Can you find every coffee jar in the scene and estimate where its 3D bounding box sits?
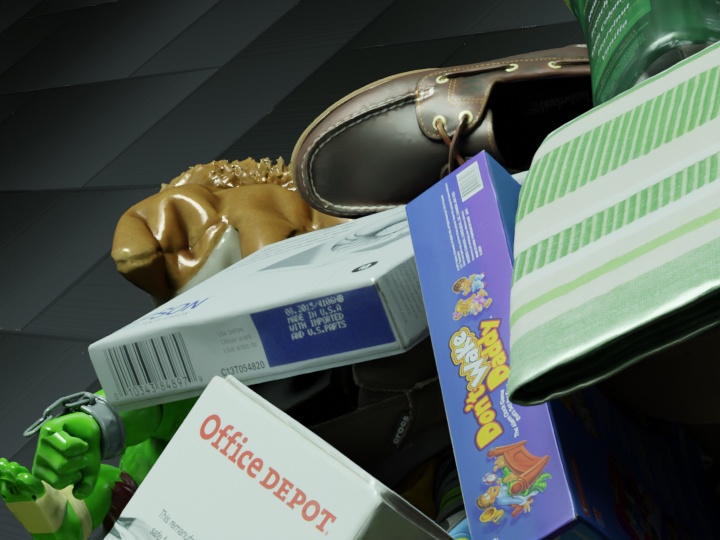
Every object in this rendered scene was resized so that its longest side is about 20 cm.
[{"bbox_3d":[0.152,-0.116,0.955,0.201,0.103,0.086,-96,29,-55],"label":"coffee jar"}]

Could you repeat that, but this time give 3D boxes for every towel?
[{"bbox_3d":[0.125,-0.032,0.767,0.152,0.023,0.200,-26,23,18],"label":"towel"}]

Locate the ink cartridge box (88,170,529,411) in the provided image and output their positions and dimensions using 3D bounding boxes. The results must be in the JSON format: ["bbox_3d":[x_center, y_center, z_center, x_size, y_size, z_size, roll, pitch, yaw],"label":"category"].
[{"bbox_3d":[0.000,0.000,0.986,0.199,0.041,0.200,-14,11,41],"label":"ink cartridge box"}]

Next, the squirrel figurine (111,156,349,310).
[{"bbox_3d":[-0.044,-0.026,1.313,0.185,0.142,0.200,-22,25,9],"label":"squirrel figurine"}]

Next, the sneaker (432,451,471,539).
[{"bbox_3d":[0.066,0.123,0.945,0.082,0.071,0.200,-30,16,46],"label":"sneaker"}]

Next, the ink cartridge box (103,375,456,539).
[{"bbox_3d":[-0.057,0.165,0.865,0.201,0.083,0.146,-56,38,-3],"label":"ink cartridge box"}]

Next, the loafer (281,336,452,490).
[{"bbox_3d":[0.020,0.053,0.979,0.200,0.071,0.073,-39,18,-12],"label":"loafer"}]

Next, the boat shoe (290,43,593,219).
[{"bbox_3d":[0.062,-0.073,1.031,0.198,0.071,0.070,-18,14,-4],"label":"boat shoe"}]

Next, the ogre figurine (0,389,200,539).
[{"bbox_3d":[-0.123,0.122,1.062,0.098,0.201,0.120,19,44,38],"label":"ogre figurine"}]

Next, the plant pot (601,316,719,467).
[{"bbox_3d":[0.198,0.031,0.796,0.199,0.175,0.201,-27,22,12],"label":"plant pot"}]

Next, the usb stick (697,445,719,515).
[{"bbox_3d":[0.157,0.097,0.886,0.055,0.033,0.200,8,49,50],"label":"usb stick"}]

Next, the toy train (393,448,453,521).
[{"bbox_3d":[-0.011,0.138,1.030,0.150,0.056,0.200,-17,25,46],"label":"toy train"}]

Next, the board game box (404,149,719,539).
[{"bbox_3d":[0.088,0.063,0.818,0.045,0.134,0.201,-34,38,21],"label":"board game box"}]
